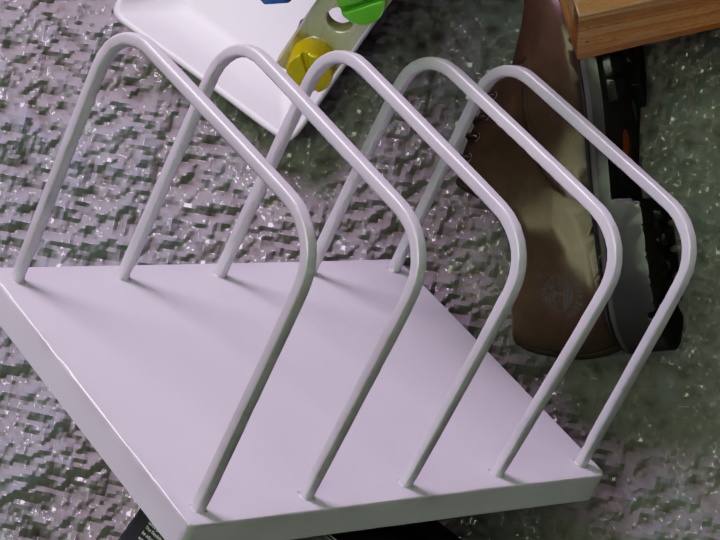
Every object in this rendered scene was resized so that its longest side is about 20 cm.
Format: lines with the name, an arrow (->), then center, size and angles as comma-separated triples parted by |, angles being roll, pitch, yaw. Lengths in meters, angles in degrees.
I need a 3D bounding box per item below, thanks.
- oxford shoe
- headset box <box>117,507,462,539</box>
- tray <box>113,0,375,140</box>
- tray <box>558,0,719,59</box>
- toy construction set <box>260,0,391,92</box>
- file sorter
oxford shoe -> 0.072, -0.063, 0.886 | 0.084, 0.073, 0.200 | -9, 79, 22
headset box -> -0.045, 0.159, 0.842 | 0.093, 0.174, 0.200 | 36, 94, 20
tray -> -0.010, -0.163, 0.952 | 0.107, 0.022, 0.200 | 37, 96, 20
tray -> 0.167, -0.150, 0.842 | 0.200, 0.037, 0.099 | -13, 65, -1
toy construction set -> 0.026, -0.161, 0.786 | 0.200, 0.092, 0.131 | -31, 115, 13
file sorter -> 0.000, 0.000, 0.781 | 0.139, 0.200, 0.125 | 47, 123, 35
